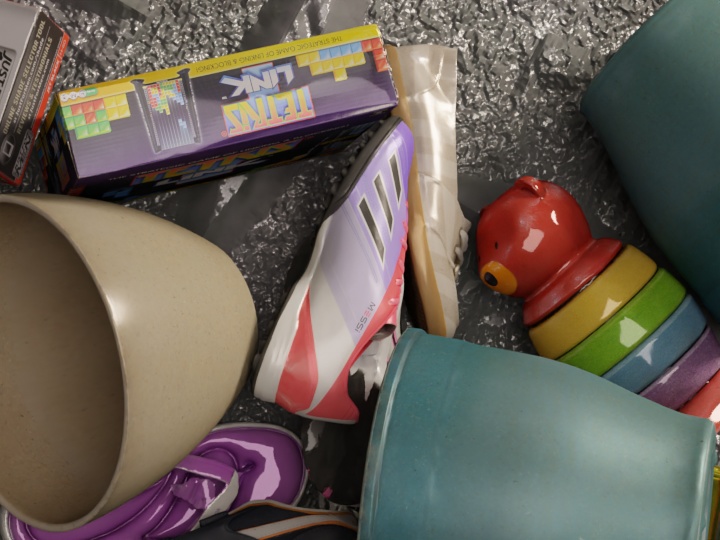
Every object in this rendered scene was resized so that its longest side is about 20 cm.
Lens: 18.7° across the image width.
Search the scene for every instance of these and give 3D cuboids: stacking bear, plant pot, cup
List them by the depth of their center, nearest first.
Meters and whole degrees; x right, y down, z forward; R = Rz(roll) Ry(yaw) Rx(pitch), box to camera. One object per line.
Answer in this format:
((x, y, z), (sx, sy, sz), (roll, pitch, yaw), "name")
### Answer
((0.109, 0.143, 1.282), (0.187, 0.200, 0.201), (5, 83, 11), "plant pot")
((-0.147, 0.043, 1.327), (0.143, 0.200, 0.201), (-13, 88, -42), "cup")
((0.250, -0.086, 1.423), (0.200, 0.200, 0.188), (-42, 81, -13), "plant pot")
((0.152, 0.029, 1.426), (0.114, 0.121, 0.200), (-41, 92, -23), "stacking bear")

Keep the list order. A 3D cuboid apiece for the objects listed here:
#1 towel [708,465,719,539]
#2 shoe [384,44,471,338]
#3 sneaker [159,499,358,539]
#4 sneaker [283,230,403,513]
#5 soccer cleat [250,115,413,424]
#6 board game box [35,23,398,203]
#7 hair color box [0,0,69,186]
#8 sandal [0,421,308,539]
((0.151, 0.141, 1.385), (0.199, 0.018, 0.086), (17, 121, 23), "towel")
((0.049, -0.051, 1.426), (0.053, 0.070, 0.201), (-6, 85, -6), "shoe")
((-0.088, 0.193, 1.349), (0.199, 0.080, 0.079), (-8, 117, 7), "sneaker")
((-0.004, 0.066, 1.407), (0.080, 0.086, 0.201), (-2, 65, 13), "sneaker")
((0.000, 0.000, 1.358), (0.073, 0.068, 0.201), (23, 72, 4), "soccer cleat")
((-0.092, -0.090, 1.348), (0.199, 0.165, 0.057), (-14, 88, -13), "board game box")
((-0.288, -0.127, 1.321), (0.199, 0.061, 0.102), (16, 82, 14), "hair color box")
((-0.124, 0.149, 1.379), (0.202, 0.050, 0.083), (-13, 91, -16), "sandal")
